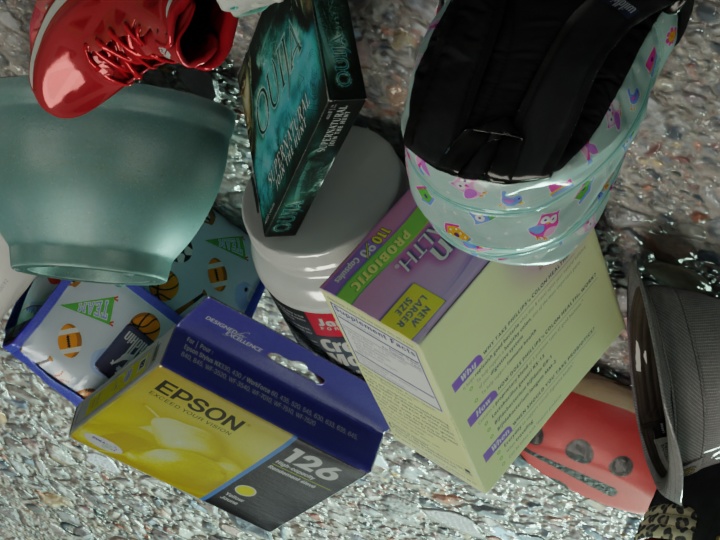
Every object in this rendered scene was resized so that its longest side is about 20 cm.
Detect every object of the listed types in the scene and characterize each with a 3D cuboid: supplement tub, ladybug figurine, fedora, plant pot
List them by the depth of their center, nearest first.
[{"bbox_3d":[0.250,0.076,1.481,0.090,0.177,0.200,-9,144,1],"label":"fedora"},{"bbox_3d":[-0.198,-0.060,1.522,0.199,0.135,0.200,5,173,1],"label":"plant pot"},{"bbox_3d":[0.000,0.000,1.541,0.140,0.141,0.200,9,148,28],"label":"supplement tub"},{"bbox_3d":[0.200,0.145,1.691,0.199,0.072,0.136,24,152,4],"label":"ladybug figurine"}]

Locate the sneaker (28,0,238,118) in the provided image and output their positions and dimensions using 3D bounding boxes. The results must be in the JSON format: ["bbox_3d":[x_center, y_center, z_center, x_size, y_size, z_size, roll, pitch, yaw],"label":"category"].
[{"bbox_3d":[-0.151,-0.154,1.343,0.078,0.116,0.200,25,120,-30],"label":"sneaker"}]

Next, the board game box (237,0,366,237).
[{"bbox_3d":[-0.044,-0.126,1.380,0.028,0.136,0.200,-3,156,-18],"label":"board game box"}]

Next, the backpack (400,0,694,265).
[{"bbox_3d":[0.105,-0.105,1.218,0.166,0.200,0.127,11,149,23],"label":"backpack"}]

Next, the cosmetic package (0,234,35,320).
[{"bbox_3d":[-0.312,-0.034,1.662,0.085,0.200,0.108,36,106,-18],"label":"cosmetic package"}]

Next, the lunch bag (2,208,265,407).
[{"bbox_3d":[-0.184,0.029,1.675,0.170,0.200,0.124,39,149,-21],"label":"lunch bag"}]

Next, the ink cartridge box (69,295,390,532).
[{"bbox_3d":[-0.093,0.119,1.572,0.197,0.047,0.200,29,142,-22],"label":"ink cartridge box"}]

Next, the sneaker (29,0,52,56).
[{"bbox_3d":[-0.189,-0.193,1.429,0.074,0.087,0.200,28,151,-6],"label":"sneaker"}]

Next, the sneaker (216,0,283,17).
[{"bbox_3d":[-0.050,-0.193,1.267,0.199,0.075,0.089,11,122,-20],"label":"sneaker"}]

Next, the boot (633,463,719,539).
[{"bbox_3d":[0.312,0.160,1.540,0.203,0.154,0.074,2,144,37],"label":"boot"}]

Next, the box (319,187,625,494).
[{"bbox_3d":[0.086,0.027,1.460,0.097,0.176,0.200,29,158,34],"label":"box"}]
